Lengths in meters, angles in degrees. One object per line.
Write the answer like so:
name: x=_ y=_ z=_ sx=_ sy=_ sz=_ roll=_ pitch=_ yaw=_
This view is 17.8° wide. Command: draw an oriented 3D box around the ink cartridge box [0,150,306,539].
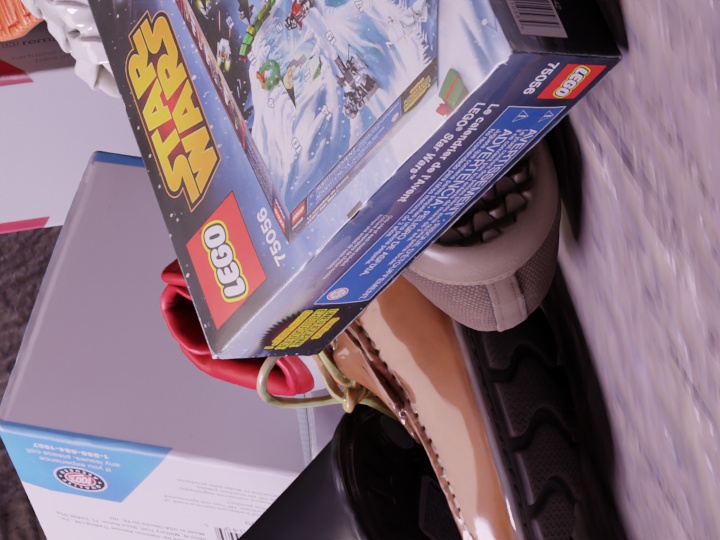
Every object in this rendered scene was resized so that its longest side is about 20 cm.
ink cartridge box: x=-0.056 y=0.070 z=1.036 sx=0.201 sy=0.145 sz=0.147 roll=82 pitch=-160 yaw=-56

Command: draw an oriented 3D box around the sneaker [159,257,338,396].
sneaker: x=-0.028 y=-0.035 z=0.837 sx=0.201 sy=0.115 sz=0.079 roll=-114 pitch=9 yaw=-50

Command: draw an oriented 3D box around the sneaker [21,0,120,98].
sneaker: x=-0.087 y=-0.107 z=0.776 sx=0.076 sy=0.199 sz=0.081 roll=158 pitch=134 yaw=-78

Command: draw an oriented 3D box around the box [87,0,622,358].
box: x=-0.022 y=-0.097 z=0.596 sx=0.137 sy=0.040 sz=0.201 roll=-43 pitch=58 yaw=42

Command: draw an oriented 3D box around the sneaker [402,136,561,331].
sneaker: x=0.003 y=-0.070 z=0.672 sx=0.076 sy=0.070 sz=0.201 roll=72 pitch=179 yaw=-63

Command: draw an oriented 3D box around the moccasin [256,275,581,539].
moccasin: x=0.004 y=0.007 z=0.716 sx=0.202 sy=0.077 sz=0.074 roll=61 pitch=-159 yaw=12

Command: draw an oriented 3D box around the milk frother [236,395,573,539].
milk frother: x=-0.010 y=0.179 z=0.729 sx=0.180 sy=0.188 sz=0.200 roll=44 pitch=-155 yaw=0

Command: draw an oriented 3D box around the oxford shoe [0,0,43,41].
oxford shoe: x=-0.152 y=-0.149 z=1.040 sx=0.200 sy=0.072 sz=0.072 roll=22 pitch=128 yaw=65

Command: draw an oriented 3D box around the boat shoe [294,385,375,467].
boat shoe: x=0.000 y=0.000 z=0.922 sx=0.074 sy=0.066 sz=0.202 roll=105 pitch=159 yaw=-65

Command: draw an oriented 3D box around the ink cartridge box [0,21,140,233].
ink cartridge box: x=-0.173 y=-0.100 z=1.157 sx=0.200 sy=0.144 sz=0.084 roll=-113 pitch=16 yaw=-61
